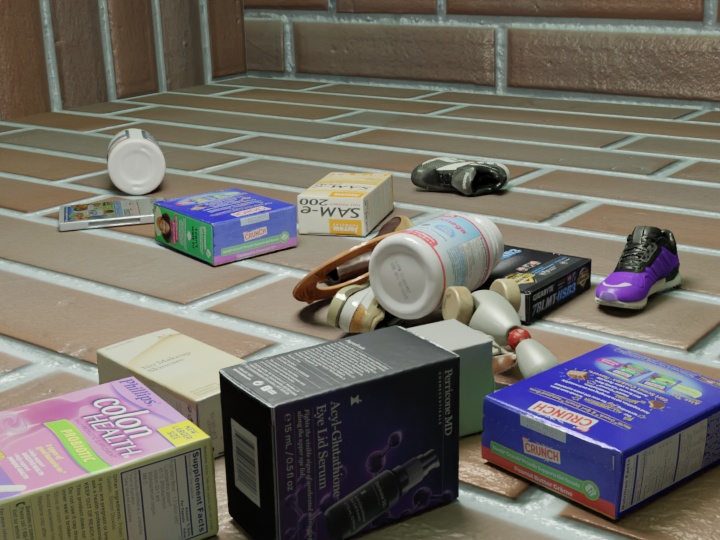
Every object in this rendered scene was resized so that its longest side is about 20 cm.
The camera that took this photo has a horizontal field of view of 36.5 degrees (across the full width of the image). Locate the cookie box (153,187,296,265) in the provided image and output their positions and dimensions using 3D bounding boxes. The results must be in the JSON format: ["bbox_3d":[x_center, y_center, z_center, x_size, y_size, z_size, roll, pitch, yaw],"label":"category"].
[{"bbox_3d":[-0.232,-0.079,1.861,0.171,0.076,0.200,-15,21,-36],"label":"cookie box"}]

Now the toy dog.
[{"bbox_3d":[0.163,0.091,1.294,0.131,0.097,0.200,5,30,-3],"label":"toy dog"}]

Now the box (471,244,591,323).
[{"bbox_3d":[0.201,0.012,1.571,0.198,0.050,0.200,12,22,35],"label":"box"}]

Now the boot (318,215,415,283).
[{"bbox_3d":[0.010,-0.030,1.689,0.166,0.073,0.200,-16,9,-14],"label":"boot"}]

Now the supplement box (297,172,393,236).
[{"bbox_3d":[-0.024,-0.124,1.986,0.125,0.074,0.200,2,18,16],"label":"supplement box"}]

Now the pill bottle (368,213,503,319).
[{"bbox_3d":[0.106,-0.013,1.423,0.108,0.109,0.200,10,19,33],"label":"pill bottle"}]

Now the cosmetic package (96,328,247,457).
[{"bbox_3d":[-0.192,0.131,1.190,0.103,0.073,0.200,-18,24,-41],"label":"cosmetic package"}]

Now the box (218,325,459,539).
[{"bbox_3d":[-0.016,0.148,0.986,0.199,0.149,0.104,-13,20,-30],"label":"box"}]

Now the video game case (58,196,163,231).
[{"bbox_3d":[-0.471,-0.109,2.079,0.199,0.018,0.143,-6,18,-13],"label":"video game case"}]

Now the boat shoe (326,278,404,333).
[{"bbox_3d":[0.031,0.046,1.458,0.068,0.075,0.200,25,26,21],"label":"boat shoe"}]

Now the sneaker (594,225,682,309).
[{"bbox_3d":[0.387,-0.012,1.532,0.069,0.100,0.200,9,20,38],"label":"sneaker"}]

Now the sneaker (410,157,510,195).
[{"bbox_3d":[0.198,-0.186,2.171,0.199,0.067,0.091,2,15,6],"label":"sneaker"}]

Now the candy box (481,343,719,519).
[{"bbox_3d":[0.247,0.151,1.071,0.199,0.077,0.169,-14,22,-37],"label":"candy box"}]

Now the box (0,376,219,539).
[{"bbox_3d":[-0.256,0.187,0.973,0.199,0.097,0.176,-12,20,-31],"label":"box"}]

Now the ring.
[{"bbox_3d":[0.000,0.000,1.508,0.200,0.019,0.200,-24,-15,-7],"label":"ring"}]

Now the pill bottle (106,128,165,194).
[{"bbox_3d":[-0.481,-0.239,2.328,0.119,0.120,0.200,-6,18,-12],"label":"pill bottle"}]

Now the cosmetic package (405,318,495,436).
[{"bbox_3d":[0.036,0.125,1.128,0.199,0.107,0.090,-10,19,-29],"label":"cosmetic package"}]
